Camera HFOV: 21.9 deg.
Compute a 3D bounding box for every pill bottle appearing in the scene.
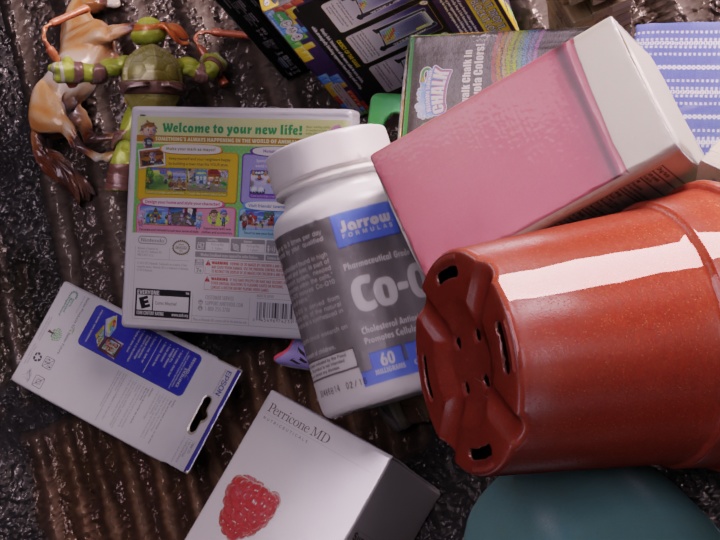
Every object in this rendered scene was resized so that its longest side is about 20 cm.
[{"bbox_3d":[0.000,0.000,1.392,0.113,0.114,0.201,-17,85,14],"label":"pill bottle"}]

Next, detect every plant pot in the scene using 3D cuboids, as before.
[{"bbox_3d":[0.163,0.219,1.304,0.200,0.201,0.161,-35,50,6],"label":"plant pot"},{"bbox_3d":[0.153,0.050,1.232,0.195,0.201,0.201,-7,62,-24],"label":"plant pot"}]

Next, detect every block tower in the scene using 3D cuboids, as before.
[{"bbox_3d":[0.178,-0.229,1.456,0.058,0.200,0.054,-23,63,-5],"label":"block tower"}]

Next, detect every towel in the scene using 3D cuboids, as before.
[{"bbox_3d":[0.279,-0.102,1.460,0.144,0.024,0.201,2,70,16],"label":"towel"}]

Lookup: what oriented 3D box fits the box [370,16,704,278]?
[{"bbox_3d":[0.129,-0.073,1.320,0.200,0.128,0.109,-29,73,15],"label":"box"}]

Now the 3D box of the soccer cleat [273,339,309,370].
[{"bbox_3d":[-0.036,-0.016,1.528,0.076,0.067,0.201,-5,75,8],"label":"soccer cleat"}]

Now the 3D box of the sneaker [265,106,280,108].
[{"bbox_3d":[-0.111,-0.052,1.557,0.074,0.088,0.200,29,83,35],"label":"sneaker"}]

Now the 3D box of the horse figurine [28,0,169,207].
[{"bbox_3d":[-0.244,-0.163,1.673,0.132,0.050,0.201,18,78,25],"label":"horse figurine"}]

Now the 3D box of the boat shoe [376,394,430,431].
[{"bbox_3d":[0.040,0.026,1.487,0.072,0.076,0.201,-11,77,13],"label":"boat shoe"}]

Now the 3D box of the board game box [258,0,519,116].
[{"bbox_3d":[0.024,-0.216,1.504,0.165,0.200,0.057,-24,63,11],"label":"board game box"}]

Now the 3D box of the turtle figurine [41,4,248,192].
[{"bbox_3d":[-0.172,-0.149,1.603,0.064,0.199,0.162,1,93,62],"label":"turtle figurine"}]

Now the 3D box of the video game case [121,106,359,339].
[{"bbox_3d":[-0.098,-0.039,1.499,0.199,0.022,0.183,3,91,23],"label":"video game case"}]

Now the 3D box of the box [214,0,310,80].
[{"bbox_3d":[-0.036,-0.262,1.543,0.163,0.200,0.086,-21,65,13],"label":"box"}]

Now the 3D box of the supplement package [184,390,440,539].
[{"bbox_3d":[-0.052,0.215,1.422,0.121,0.120,0.200,26,82,28],"label":"supplement package"}]

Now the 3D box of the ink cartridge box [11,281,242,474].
[{"bbox_3d":[-0.191,0.092,1.567,0.200,0.039,0.100,25,82,28],"label":"ink cartridge box"}]

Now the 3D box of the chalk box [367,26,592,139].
[{"bbox_3d":[0.102,-0.111,1.481,0.199,0.124,0.125,0,73,22],"label":"chalk box"}]

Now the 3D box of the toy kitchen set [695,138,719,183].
[{"bbox_3d":[0.306,0.033,1.283,0.200,0.181,0.163,28,51,26],"label":"toy kitchen set"}]
